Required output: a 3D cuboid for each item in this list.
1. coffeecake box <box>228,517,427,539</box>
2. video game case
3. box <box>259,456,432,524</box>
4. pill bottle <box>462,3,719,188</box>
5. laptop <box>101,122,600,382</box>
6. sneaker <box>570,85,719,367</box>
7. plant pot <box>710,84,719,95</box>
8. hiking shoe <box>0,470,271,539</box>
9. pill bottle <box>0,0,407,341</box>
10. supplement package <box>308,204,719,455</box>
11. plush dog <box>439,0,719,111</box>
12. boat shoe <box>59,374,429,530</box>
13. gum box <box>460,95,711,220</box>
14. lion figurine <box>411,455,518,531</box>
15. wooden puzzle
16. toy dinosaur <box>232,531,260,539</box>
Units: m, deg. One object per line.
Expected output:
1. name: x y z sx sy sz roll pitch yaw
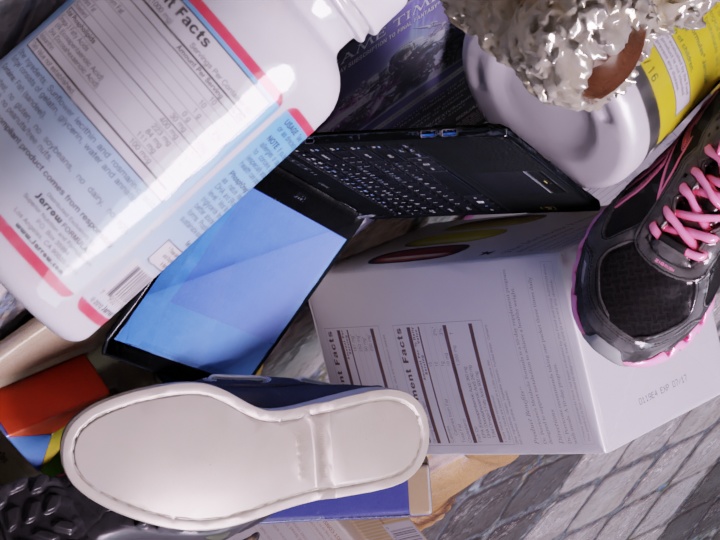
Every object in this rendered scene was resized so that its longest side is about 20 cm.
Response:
1. coffeecake box: -0.056 0.209 1.566 0.200 0.154 0.073 -52 156 24
2. video game case: 0.021 -0.092 1.317 0.142 0.019 0.200 -36 157 -18
3. box: -0.060 0.124 1.422 0.198 0.033 0.121 -5 178 1
4. pill bottle: 0.152 -0.142 1.304 0.200 0.111 0.112 -44 162 -27
5. laptop: 0.000 0.000 1.240 0.198 0.104 0.177 -2 170 19
6. sneaker: 0.174 -0.042 1.267 0.200 0.079 0.095 -54 175 -22
7. plant pot: 0.280 -0.131 1.501 0.141 0.202 0.200 -22 166 21
8. hiking shoe: -0.130 0.129 1.316 0.199 0.076 0.101 -15 162 -30
9. pill bottle: -0.080 -0.074 1.049 0.200 0.109 0.109 -42 159 -1
10. supplement package: 0.082 0.033 1.399 0.199 0.110 0.113 -5 -168 46
11. plush dog: 0.090 -0.189 1.134 0.200 0.160 0.173 -37 145 -55
12. boat shoe: -0.065 0.087 1.282 0.199 0.063 0.073 -2 95 -28
13. gum box: 0.149 -0.033 1.583 0.199 0.066 0.114 -36 157 -16
14. lion figurine: 0.054 0.118 1.637 0.122 0.073 0.199 16 150 -41
15. wooden puzzle: -0.119 0.054 1.312 0.200 0.046 0.185 -40 158 -7
16. toy dinosaur: -0.096 0.180 1.419 0.085 0.200 0.136 24 105 -19
